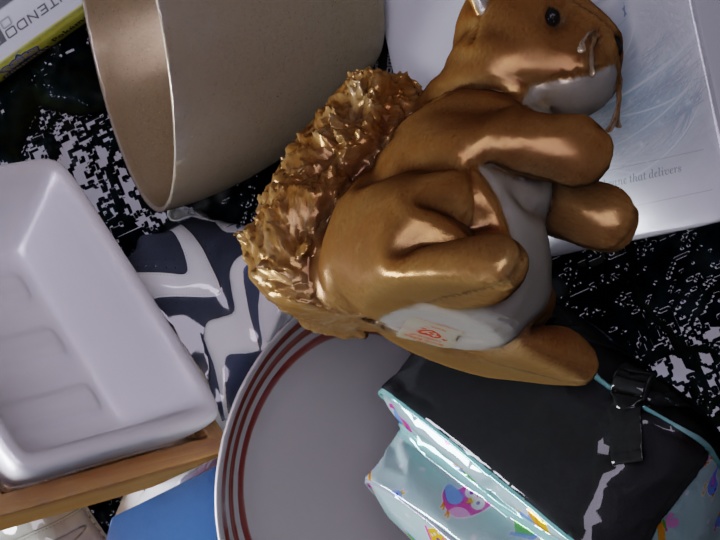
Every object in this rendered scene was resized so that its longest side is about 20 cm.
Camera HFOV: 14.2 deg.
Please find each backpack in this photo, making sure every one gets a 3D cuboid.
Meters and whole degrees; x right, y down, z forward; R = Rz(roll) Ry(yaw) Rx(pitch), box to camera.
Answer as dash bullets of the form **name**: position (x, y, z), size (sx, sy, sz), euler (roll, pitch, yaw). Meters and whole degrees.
- **backpack**: position (0.110, 0.110, 1.499), size (0.175, 0.200, 0.154), euler (33, 93, 28)

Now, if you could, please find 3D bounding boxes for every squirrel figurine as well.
- **squirrel figurine**: position (0.038, -0.058, 1.394), size (0.199, 0.141, 0.188), euler (2, 68, 30)

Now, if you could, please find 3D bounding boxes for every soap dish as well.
- **soap dish**: position (-0.183, 0.042, 1.517), size (0.200, 0.157, 0.081), euler (56, 134, 21)

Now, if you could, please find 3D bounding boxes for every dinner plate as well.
- **dinner plate**: position (-0.005, 0.106, 1.539), size (0.024, 0.200, 0.201), euler (9, 81, 47)

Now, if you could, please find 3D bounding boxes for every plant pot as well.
- **plant pot**: position (-0.064, -0.142, 1.530), size (0.134, 0.200, 0.202), euler (-12, 79, -14)

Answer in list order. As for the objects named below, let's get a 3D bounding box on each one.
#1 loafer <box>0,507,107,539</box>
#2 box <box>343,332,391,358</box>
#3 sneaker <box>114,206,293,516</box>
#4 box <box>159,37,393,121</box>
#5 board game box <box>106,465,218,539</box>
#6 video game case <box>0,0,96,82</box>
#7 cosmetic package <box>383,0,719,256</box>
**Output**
- **loafer**: position (-0.176, 0.148, 1.570), size (0.070, 0.070, 0.200), euler (-28, 59, -33)
- **box**: position (0.000, 0.000, 1.551), size (0.041, 0.039, 0.201), euler (36, 129, 41)
- **sneaker**: position (-0.113, 0.054, 1.604), size (0.129, 0.079, 0.200), euler (31, 102, 26)
- **box**: position (-0.027, -0.174, 1.636), size (0.159, 0.049, 0.201), euler (1, 82, 11)
- **board game box**: position (-0.052, 0.183, 1.560), size (0.199, 0.039, 0.159), euler (-25, 80, -36)
- **video game case**: position (-0.230, -0.210, 1.662), size (0.180, 0.025, 0.201), euler (-33, 77, 14)
- **cosmetic package**: position (0.127, -0.115, 1.508), size (0.199, 0.123, 0.201), euler (-12, 90, 41)
